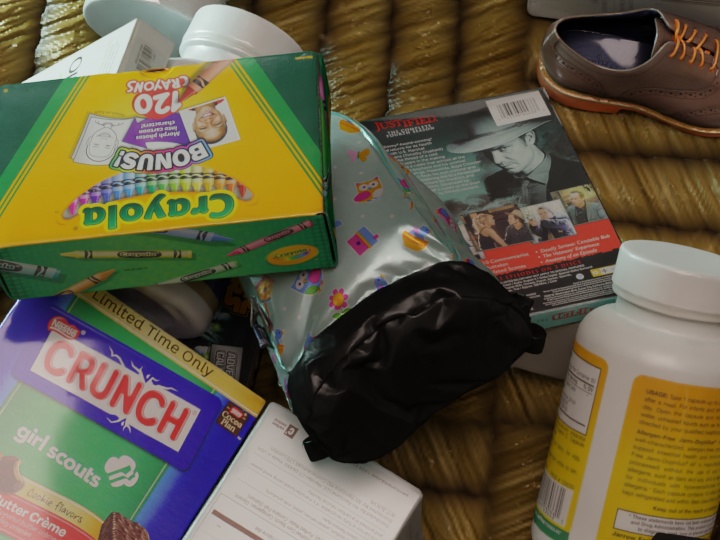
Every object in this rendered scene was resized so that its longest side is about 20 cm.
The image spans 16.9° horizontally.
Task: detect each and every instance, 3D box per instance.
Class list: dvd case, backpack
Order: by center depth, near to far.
[{"bbox_3d":[0.000,0.000,1.486,0.166,0.127,0.200,-30,45,0],"label":"backpack"},{"bbox_3d":[0.087,-0.038,1.606,0.145,0.022,0.201,-12,50,-12],"label":"dvd case"}]

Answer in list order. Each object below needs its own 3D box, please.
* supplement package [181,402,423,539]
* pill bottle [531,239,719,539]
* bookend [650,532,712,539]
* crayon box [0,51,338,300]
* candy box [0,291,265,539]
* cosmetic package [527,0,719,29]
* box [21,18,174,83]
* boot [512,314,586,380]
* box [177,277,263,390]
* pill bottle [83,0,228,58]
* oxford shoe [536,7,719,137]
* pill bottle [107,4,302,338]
[{"bbox_3d":[-0.058,0.207,1.517,0.117,0.117,0.201,30,74,11],"label":"supplement package"},{"bbox_3d":[0.180,0.088,1.516,0.112,0.113,0.201,13,102,5],"label":"pill bottle"},{"bbox_3d":[0.162,0.245,1.443,0.197,0.092,0.201,7,104,18],"label":"bookend"},{"bbox_3d":[-0.115,-0.056,1.428,0.199,0.058,0.119,-6,57,5],"label":"crayon box"},{"bbox_3d":[-0.180,0.121,1.512,0.169,0.077,0.201,33,73,-4],"label":"candy box"},{"bbox_3d":[0.203,-0.289,1.660,0.165,0.168,0.201,6,70,8],"label":"cosmetic package"},{"bbox_3d":[-0.210,-0.069,1.577,0.036,0.200,0.145,34,55,-27],"label":"box"},{"bbox_3d":[0.107,0.015,1.611,0.199,0.073,0.091,7,54,-6],"label":"boot"},{"bbox_3d":[-0.130,0.031,1.622,0.136,0.040,0.201,12,71,4],"label":"box"},{"bbox_3d":[-0.120,-0.254,1.685,0.112,0.113,0.201,12,71,5],"label":"pill bottle"},{"bbox_3d":[0.221,-0.139,1.659,0.199,0.073,0.072,3,70,2],"label":"oxford shoe"},{"bbox_3d":[-0.111,-0.067,1.576,0.110,0.111,0.201,21,71,8],"label":"pill bottle"}]
